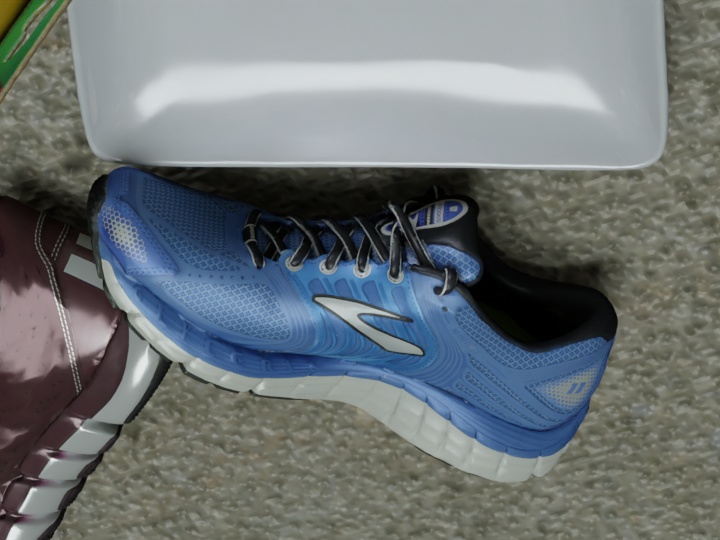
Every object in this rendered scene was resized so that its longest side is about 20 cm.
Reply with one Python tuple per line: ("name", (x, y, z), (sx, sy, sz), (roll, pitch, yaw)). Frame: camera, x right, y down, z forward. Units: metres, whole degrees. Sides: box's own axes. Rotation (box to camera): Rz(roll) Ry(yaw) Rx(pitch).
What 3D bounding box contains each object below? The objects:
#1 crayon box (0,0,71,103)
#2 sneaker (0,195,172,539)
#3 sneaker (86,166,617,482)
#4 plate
("crayon box", (-0.166, -0.067, 0.892), (0.200, 0.127, 0.051), (-24, 116, 37))
("sneaker", (-0.152, 0.047, 1.055), (0.115, 0.076, 0.200), (30, 117, -11))
("sneaker", (0.000, 0.000, 0.989), (0.199, 0.079, 0.089), (19, 125, -19))
("plate", (-0.001, -0.119, 0.908), (0.199, 0.032, 0.200), (1, 129, 8))
